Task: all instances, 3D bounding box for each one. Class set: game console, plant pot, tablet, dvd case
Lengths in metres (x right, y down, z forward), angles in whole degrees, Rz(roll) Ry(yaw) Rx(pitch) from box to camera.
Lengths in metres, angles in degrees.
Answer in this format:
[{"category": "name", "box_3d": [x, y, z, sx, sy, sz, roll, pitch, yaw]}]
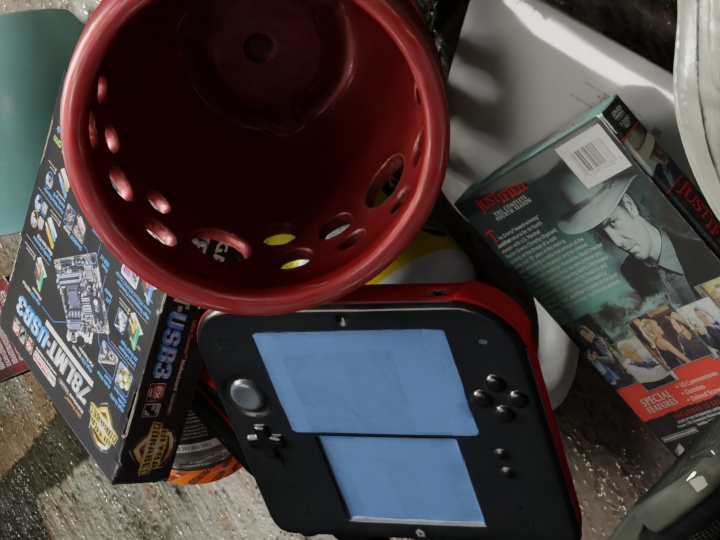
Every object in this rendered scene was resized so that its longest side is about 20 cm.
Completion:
[{"category": "game console", "box_3d": [-0.059, 0.114, 1.216, 0.177, 0.031, 0.200, 27, 160, 47]}, {"category": "plant pot", "box_3d": [-0.267, -0.109, 1.380, 0.200, 0.200, 0.162, -7, 96, 57]}, {"category": "plant pot", "box_3d": [-0.053, -0.100, 0.988, 0.183, 0.199, 0.202, -90, -10, -67]}, {"category": "game console", "box_3d": [0.015, 0.085, 1.024, 0.199, 0.031, 0.178, -1, 122, 27]}, {"category": "tablet", "box_3d": [0.128, -0.056, 0.933, 0.199, 0.014, 0.131, 33, 136, 20]}, {"category": "dvd case", "box_3d": [0.152, 0.013, 0.935, 0.200, 0.022, 0.146, 47, 149, -7]}]

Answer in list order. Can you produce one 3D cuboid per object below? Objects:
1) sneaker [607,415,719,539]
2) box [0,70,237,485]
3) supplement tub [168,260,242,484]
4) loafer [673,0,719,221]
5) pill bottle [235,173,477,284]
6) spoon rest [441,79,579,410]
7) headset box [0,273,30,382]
[{"category": "sneaker", "box_3d": [0.194, 0.149, 0.953, 0.114, 0.076, 0.200, 40, 153, 15]}, {"category": "box", "box_3d": [-0.159, 0.001, 1.173, 0.200, 0.049, 0.200, 44, 125, 46]}, {"category": "supplement tub", "box_3d": [-0.133, 0.056, 1.339, 0.122, 0.122, 0.201, 36, 147, 39]}, {"category": "loafer", "box_3d": [0.180, -0.105, 0.814, 0.070, 0.070, 0.201, 9, 115, 59]}, {"category": "pill bottle", "box_3d": [0.000, 0.000, 1.121, 0.200, 0.114, 0.115, 50, 146, 23]}, {"category": "spoon rest", "box_3d": [0.088, -0.021, 1.033, 0.099, 0.060, 0.201, -5, 96, 41]}, {"category": "headset box", "box_3d": [-0.232, 0.025, 1.454, 0.200, 0.148, 0.078, -23, 93, 60]}]
